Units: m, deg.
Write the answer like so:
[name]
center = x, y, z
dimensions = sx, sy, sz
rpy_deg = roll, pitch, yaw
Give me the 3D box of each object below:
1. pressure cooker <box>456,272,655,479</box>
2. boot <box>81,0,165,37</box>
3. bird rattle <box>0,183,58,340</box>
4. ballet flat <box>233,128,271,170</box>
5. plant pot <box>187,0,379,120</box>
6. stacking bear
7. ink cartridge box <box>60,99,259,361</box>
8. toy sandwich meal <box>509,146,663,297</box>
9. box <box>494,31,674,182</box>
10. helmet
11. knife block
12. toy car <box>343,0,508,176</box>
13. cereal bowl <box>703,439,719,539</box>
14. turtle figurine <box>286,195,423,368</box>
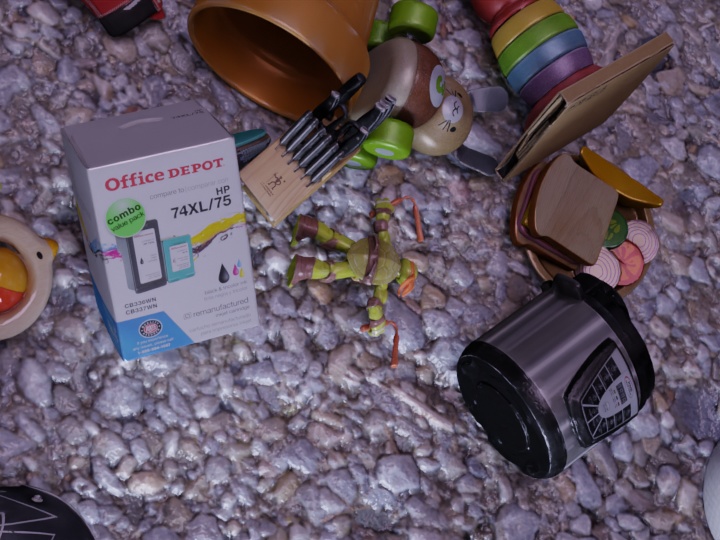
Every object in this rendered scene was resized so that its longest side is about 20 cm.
[pressure cooker]
center = 0.228, 0.109, 1.227
dimensions = 0.199, 0.176, 0.179
rpy_deg = -32, 74, -20
[boot]
center = -0.238, -0.361, 1.202
dimensions = 0.201, 0.072, 0.144
rpy_deg = -50, 126, -6
[bird rattle]
center = -0.390, 0.008, 1.102
dimensions = 0.161, 0.112, 0.203
rpy_deg = 22, 77, -29
[ballet flat]
center = -0.188, -0.101, 1.204
dimensions = 0.197, 0.074, 0.075
rpy_deg = -16, 85, -17
[plant pot]
center = -0.060, -0.294, 1.200
dimensions = 0.198, 0.200, 0.185
rpy_deg = 30, 71, -9
[stacking bear]
center = 0.203, -0.282, 1.326
dimensions = 0.120, 0.114, 0.202
rpy_deg = -31, 82, -3
[ink cartridge box]
center = -0.199, -0.045, 1.097
dimensions = 0.145, 0.146, 0.203
rpy_deg = -15, 117, -18
[toy sandwich meal]
center = 0.279, -0.058, 1.326
dimensions = 0.202, 0.070, 0.209
rpy_deg = 3, 79, -16
[box]
center = 0.258, -0.187, 1.274
dimensions = 0.199, 0.164, 0.021
rpy_deg = -31, 78, -32
[helmet]
center = -0.336, 0.293, 1.013
dimensions = 0.197, 0.191, 0.204
rpy_deg = 3, 80, -16
[knife block]
center = -0.046, -0.128, 1.157
dimensions = 0.175, 0.200, 0.064
rpy_deg = -40, 93, -5
[toy car]
center = 0.087, -0.184, 1.260
dimensions = 0.198, 0.157, 0.167
rpy_deg = 17, 79, -25
[cereal bowl]
center = 0.521, 0.275, 1.335
dimensions = 0.197, 0.083, 0.204
rpy_deg = 3, 78, -16
[turtle figurine]
center = 0.000, 0.000, 1.235
dimensions = 0.159, 0.064, 0.203
rpy_deg = 10, 78, -15
